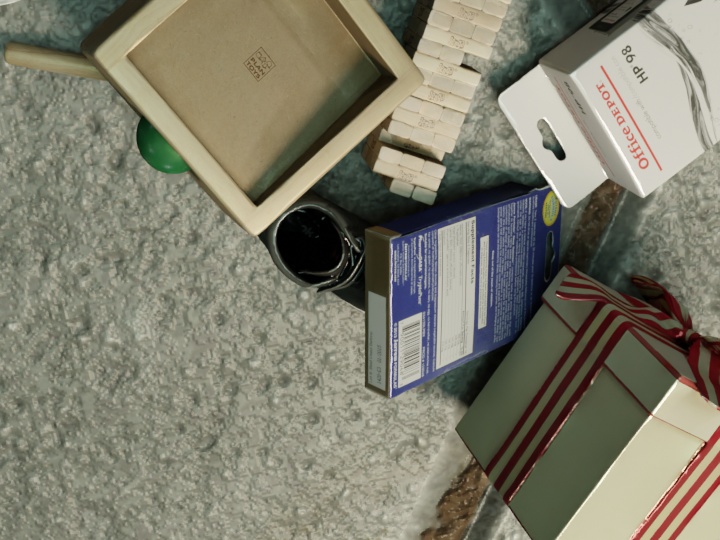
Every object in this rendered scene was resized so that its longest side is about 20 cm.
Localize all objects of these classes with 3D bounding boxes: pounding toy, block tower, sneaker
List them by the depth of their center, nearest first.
[{"bbox_3d":[-0.104,-0.138,0.798,0.200,0.142,0.184,-42,112,-5],"label":"pounding toy"},{"bbox_3d":[0.059,-0.153,0.847,0.054,0.058,0.202,16,105,-15],"label":"block tower"},{"bbox_3d":[0.000,0.000,0.869,0.199,0.099,0.071,31,100,-20],"label":"sneaker"}]

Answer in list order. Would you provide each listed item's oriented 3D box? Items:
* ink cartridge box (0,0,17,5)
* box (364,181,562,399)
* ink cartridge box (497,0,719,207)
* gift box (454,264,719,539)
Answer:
[{"bbox_3d":[-0.297,-0.261,0.731,0.145,0.086,0.202,-11,112,-5],"label":"ink cartridge box"},{"bbox_3d":[0.080,0.007,0.884,0.199,0.032,0.122,-18,117,-41],"label":"box"},{"bbox_3d":[0.215,-0.138,0.865,0.199,0.067,0.116,-38,112,0],"label":"ink cartridge box"},{"bbox_3d":[0.199,0.114,0.882,0.199,0.185,0.187,25,106,-37],"label":"gift box"}]
